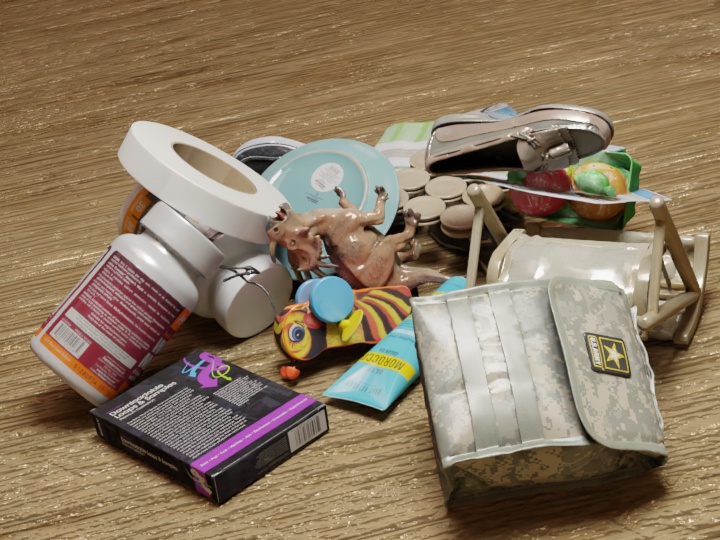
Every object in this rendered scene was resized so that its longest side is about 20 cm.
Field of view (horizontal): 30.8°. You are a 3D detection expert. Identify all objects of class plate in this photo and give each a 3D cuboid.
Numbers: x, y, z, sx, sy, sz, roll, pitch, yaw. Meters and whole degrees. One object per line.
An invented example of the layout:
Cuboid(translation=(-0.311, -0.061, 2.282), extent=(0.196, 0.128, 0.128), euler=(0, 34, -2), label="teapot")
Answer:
Cuboid(translation=(-0.052, -0.079, 1.519), extent=(0.198, 0.026, 0.202), euler=(-11, 54, 16), label="plate")

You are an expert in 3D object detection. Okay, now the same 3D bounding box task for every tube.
Cuboid(translation=(0.051, 0.078, 1.327), extent=(0.077, 0.051, 0.200), euler=(5, 34, 42), label="tube")

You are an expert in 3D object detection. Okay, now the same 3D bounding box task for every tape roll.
Cuboid(translation=(-0.167, -0.097, 1.425), extent=(0.202, 0.037, 0.203), euler=(29, 14, -8), label="tape roll")

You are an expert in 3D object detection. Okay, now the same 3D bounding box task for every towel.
Cuboid(translation=(0.047, -0.129, 1.669), extent=(0.148, 0.031, 0.201), euler=(-3, 42, 38), label="towel")

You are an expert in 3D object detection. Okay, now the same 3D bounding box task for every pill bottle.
Cuboid(translation=(-0.237, 0.034, 1.342), extent=(0.200, 0.110, 0.109), euler=(-50, 37, -7), label="pill bottle")
Cuboid(translation=(-0.173, -0.020, 1.465), extent=(0.116, 0.117, 0.200), euler=(-27, 51, -32), label="pill bottle")

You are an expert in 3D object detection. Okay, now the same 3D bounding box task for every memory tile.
Cuboid(translation=(0.113, -0.105, 1.547), extent=(0.152, 0.017, 0.200), euler=(14, 39, 29), label="memory tile")

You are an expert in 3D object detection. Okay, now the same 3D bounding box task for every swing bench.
Cuboid(translation=(0.223, 0.002, 1.292), extent=(0.197, 0.131, 0.200), euler=(4, -8, 28), label="swing bench")

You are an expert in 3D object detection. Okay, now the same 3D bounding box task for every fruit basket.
Cuboid(translation=(0.216, -0.098, 1.412), extent=(0.184, 0.095, 0.199), euler=(14, 7, 36), label="fruit basket")

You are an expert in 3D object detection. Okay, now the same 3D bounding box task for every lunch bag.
Cuboid(translation=(0.153, 0.097, 1.108), extent=(0.198, 0.118, 0.165), euler=(-9, 60, 0), label="lunch bag")

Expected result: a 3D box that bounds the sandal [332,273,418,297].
Cuboid(translation=(-0.001, 0.001, 1.500), extent=(0.075, 0.048, 0.201), euler=(-21, 42, -16), label="sandal")

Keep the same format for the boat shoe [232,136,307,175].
Cuboid(translation=(-0.076, -0.111, 1.605), extent=(0.198, 0.072, 0.068), euler=(15, 32, 17), label="boat shoe")

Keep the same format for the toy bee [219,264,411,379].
Cuboid(translation=(-0.048, 0.060, 1.356), extent=(0.198, 0.110, 0.131), euler=(5, -4, 2), label="toy bee")

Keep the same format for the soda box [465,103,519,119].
Cuboid(translation=(0.199, -0.157, 1.715), extent=(0.068, 0.064, 0.200), euler=(-15, 27, -10), label="soda box")

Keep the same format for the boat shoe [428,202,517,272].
Cuboid(translation=(0.137, -0.050, 1.530), extent=(0.066, 0.057, 0.200), euler=(-19, 28, -18), label="boat shoe")

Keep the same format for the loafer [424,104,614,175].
Cuboid(translation=(0.159, -0.123, 1.337), extent=(0.198, 0.072, 0.063), euler=(1, 50, 29), label="loafer")

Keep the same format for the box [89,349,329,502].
Cuboid(translation=(-0.148, 0.145, 1.267), extent=(0.142, 0.036, 0.199), euler=(-29, 34, -36), label="box")

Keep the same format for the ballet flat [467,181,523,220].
Cuboid(translation=(0.152, -0.123, 1.648), extent=(0.070, 0.071, 0.200), euler=(-19, 26, -18), label="ballet flat")

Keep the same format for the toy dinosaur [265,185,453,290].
Cuboid(translation=(-0.005, -0.015, 1.414), extent=(0.136, 0.199, 0.086), euler=(-55, 2, -23), label="toy dinosaur")
